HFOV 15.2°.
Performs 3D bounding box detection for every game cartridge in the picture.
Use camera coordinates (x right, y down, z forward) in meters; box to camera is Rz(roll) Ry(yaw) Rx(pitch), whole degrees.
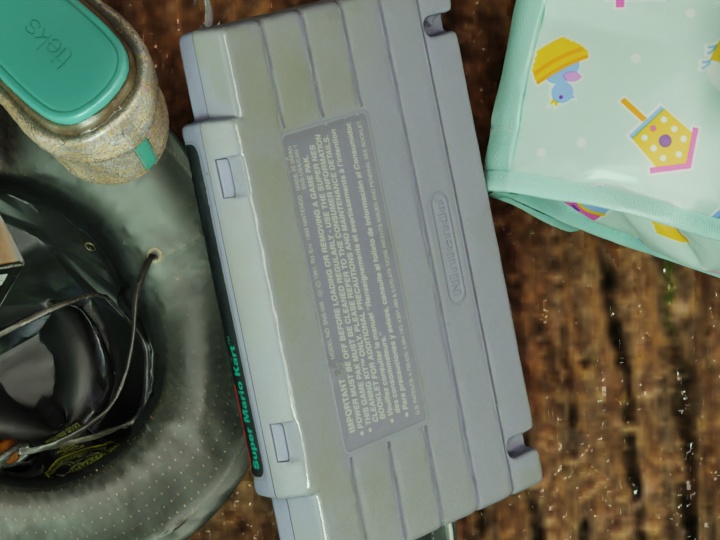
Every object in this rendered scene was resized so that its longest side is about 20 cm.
[{"bbox_3d":[0.000,0.000,0.999,0.129,0.038,0.201,-17,99,-41],"label":"game cartridge"}]

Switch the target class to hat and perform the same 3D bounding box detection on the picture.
[{"bbox_3d":[-0.131,0.019,1.026,0.199,0.081,0.202,-1,93,-12],"label":"hat"}]

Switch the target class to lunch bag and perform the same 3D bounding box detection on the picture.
[{"bbox_3d":[0.149,-0.084,1.077,0.199,0.122,0.172,15,85,-18],"label":"lunch bag"}]

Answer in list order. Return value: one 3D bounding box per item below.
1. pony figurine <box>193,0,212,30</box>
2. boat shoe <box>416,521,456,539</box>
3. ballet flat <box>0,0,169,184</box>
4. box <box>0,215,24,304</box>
[{"bbox_3d":[-0.084,-0.198,1.006,0.199,0.167,0.194,4,117,11],"label":"pony figurine"},{"bbox_3d":[0.022,0.138,1.066,0.067,0.072,0.201,-18,98,-39],"label":"boat shoe"},{"bbox_3d":[-0.133,-0.098,0.961,0.068,0.067,0.200,-38,60,0],"label":"ballet flat"},{"bbox_3d":[-0.221,-0.022,0.890,0.199,0.035,0.110,-10,60,-38],"label":"box"}]
